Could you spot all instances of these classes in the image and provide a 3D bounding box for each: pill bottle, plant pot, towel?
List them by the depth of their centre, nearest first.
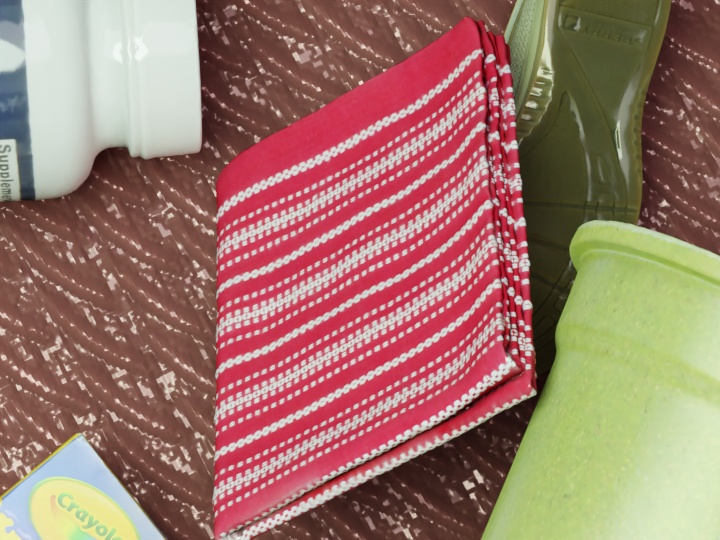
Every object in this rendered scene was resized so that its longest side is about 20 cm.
[{"bbox_3d":[0.118,0.114,1.060,0.200,0.200,0.185,31,82,0],"label":"plant pot"},{"bbox_3d":[0.000,0.000,1.128,0.144,0.022,0.201,-29,38,23],"label":"towel"},{"bbox_3d":[-0.164,-0.082,1.167,0.199,0.111,0.112,-4,81,-6],"label":"pill bottle"}]

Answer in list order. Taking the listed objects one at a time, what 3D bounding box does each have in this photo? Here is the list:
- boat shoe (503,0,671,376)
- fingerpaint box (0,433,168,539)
[{"bbox_3d":[0.076,-0.052,1.218,0.073,0.063,0.202,13,86,-15],"label":"boat shoe"},{"bbox_3d":[-0.110,0.193,1.146,0.167,0.073,0.200,-40,88,-9],"label":"fingerpaint box"}]
